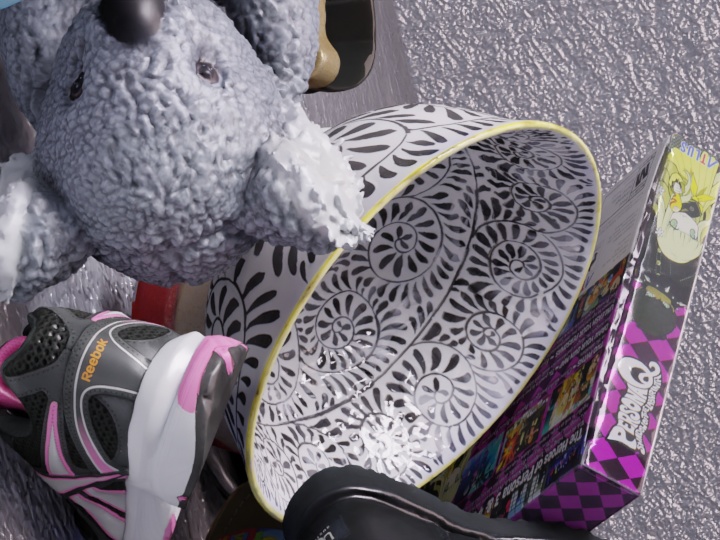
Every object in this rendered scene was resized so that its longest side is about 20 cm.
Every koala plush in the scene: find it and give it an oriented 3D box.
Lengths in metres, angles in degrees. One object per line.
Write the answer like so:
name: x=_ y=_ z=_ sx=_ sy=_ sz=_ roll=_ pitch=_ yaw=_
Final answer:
koala plush: x=-0.075 y=-0.071 z=0.981 sx=0.184 sy=0.176 sz=0.201 roll=85 pitch=-5 yaw=-47

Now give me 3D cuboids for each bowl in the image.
bowl: x=0.000 y=0.000 z=1.087 sx=0.094 sy=0.201 sz=0.201 roll=40 pitch=-15 yaw=30

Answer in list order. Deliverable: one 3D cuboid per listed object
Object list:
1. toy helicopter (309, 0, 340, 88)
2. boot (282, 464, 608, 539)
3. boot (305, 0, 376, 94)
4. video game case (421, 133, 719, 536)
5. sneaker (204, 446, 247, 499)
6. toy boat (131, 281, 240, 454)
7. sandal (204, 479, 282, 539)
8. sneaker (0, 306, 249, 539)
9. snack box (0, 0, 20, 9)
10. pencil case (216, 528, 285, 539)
toy helicopter: x=-0.041 y=-0.157 z=1.337 sx=0.133 sy=0.200 sz=0.079 roll=57 pitch=18 yaw=25
boot: x=0.058 y=0.163 z=1.017 sx=0.197 sy=0.074 sz=0.163 roll=23 pitch=23 yaw=-25
boot: x=-0.057 y=-0.174 z=1.453 sx=0.174 sy=0.069 sz=0.202 roll=-7 pitch=-100 yaw=61
video game case: x=0.087 y=0.057 z=1.180 sx=0.200 sy=0.036 sz=0.182 roll=-47 pitch=-160 yaw=53
sneaker: x=-0.050 y=0.044 z=1.346 sx=0.114 sy=0.075 sz=0.202 roll=3 pitch=77 yaw=-86
toy boat: x=-0.048 y=0.023 z=1.232 sx=0.200 sy=0.130 sz=0.132 roll=16 pitch=83 yaw=-59
sandal: x=-0.050 y=0.203 z=1.209 sx=0.070 sy=0.077 sz=0.213 roll=153 pitch=-65 yaw=-65
sneaker: x=-0.096 y=0.051 z=0.957 sx=0.200 sy=0.086 sz=0.081 roll=117 pitch=-5 yaw=-67
snack box: x=-0.134 y=-0.196 z=0.900 sx=0.037 sy=0.116 sz=0.201 roll=0 pitch=77 yaw=-55
pencil case: x=-0.055 y=0.155 z=1.069 sx=0.200 sy=0.086 sz=0.079 roll=-3 pitch=93 yaw=-82
